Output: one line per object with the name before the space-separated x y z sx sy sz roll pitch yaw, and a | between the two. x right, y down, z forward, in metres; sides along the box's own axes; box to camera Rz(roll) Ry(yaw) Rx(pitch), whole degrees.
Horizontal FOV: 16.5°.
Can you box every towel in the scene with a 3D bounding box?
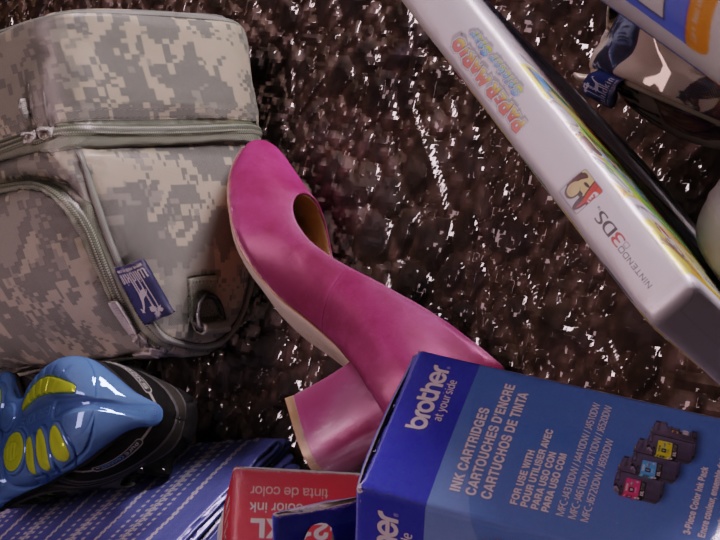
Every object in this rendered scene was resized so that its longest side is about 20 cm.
towel | -0.133 0.133 1.184 0.200 0.024 0.145 -10 26 47

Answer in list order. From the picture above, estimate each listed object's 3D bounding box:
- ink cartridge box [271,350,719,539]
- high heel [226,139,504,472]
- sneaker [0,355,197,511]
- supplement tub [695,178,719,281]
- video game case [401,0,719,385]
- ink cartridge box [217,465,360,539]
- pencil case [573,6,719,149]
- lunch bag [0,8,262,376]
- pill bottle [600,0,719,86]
ink cartridge box | 0.070 0.112 0.872 0.200 0.137 0.076 14 43 14
high heel | 0.000 0.000 1.125 0.096 0.067 0.200 -28 44 12
sneaker | -0.132 0.082 1.189 0.200 0.083 0.071 160 118 -65
supplement tub | 0.220 -0.056 0.823 0.200 0.144 0.145 -59 43 16
video game case | 0.103 -0.013 0.891 0.023 0.200 0.182 -41 53 9
ink cartridge box | -0.020 0.192 1.007 0.146 0.083 0.201 111 162 -73
pencil case | 0.153 -0.149 0.977 0.089 0.078 0.200 22 96 24
lunch bag | -0.143 -0.032 1.235 0.200 0.139 0.168 -11 86 47
pill bottle | 0.101 -0.156 0.899 0.200 0.112 0.112 40 109 28
